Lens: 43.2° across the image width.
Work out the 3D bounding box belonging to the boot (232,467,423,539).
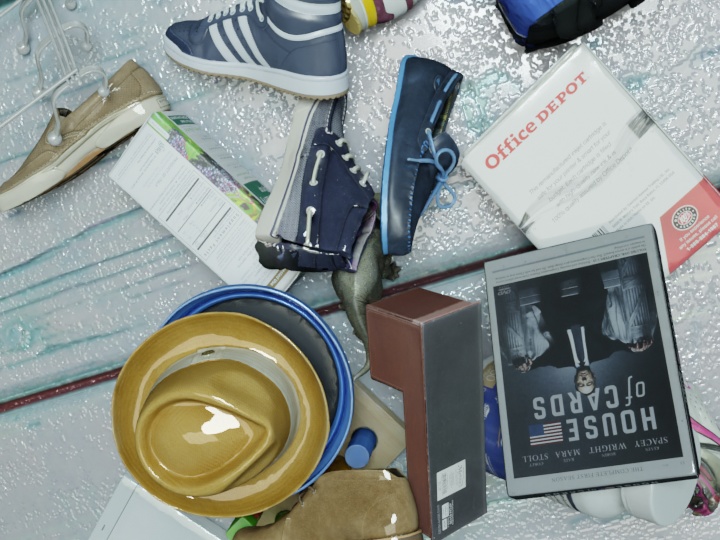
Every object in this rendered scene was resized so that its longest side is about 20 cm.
[{"bbox_3d":[-0.036,0.221,0.819,0.197,0.073,0.077,-15,79,27],"label":"boot"}]

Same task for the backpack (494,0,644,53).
[{"bbox_3d":[0.162,-0.272,0.724,0.161,0.200,0.169,-33,94,14],"label":"backpack"}]

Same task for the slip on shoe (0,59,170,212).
[{"bbox_3d":[-0.281,-0.129,0.888,0.198,0.076,0.061,-31,100,11],"label":"slip on shoe"}]

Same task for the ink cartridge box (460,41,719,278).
[{"bbox_3d":[0.206,-0.079,0.813,0.147,0.083,0.200,-42,92,15],"label":"ink cartridge box"}]

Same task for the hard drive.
[{"bbox_3d":[-0.200,0.324,0.989,0.198,0.027,0.133,32,104,2],"label":"hard drive"}]

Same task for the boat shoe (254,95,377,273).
[{"bbox_3d":[-0.021,-0.085,0.816,0.091,0.075,0.203,9,66,15],"label":"boat shoe"}]

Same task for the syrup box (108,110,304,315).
[{"bbox_3d":[-0.134,-0.058,0.876,0.199,0.079,0.082,41,104,0],"label":"syrup box"}]

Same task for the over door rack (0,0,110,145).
[{"bbox_3d":[-0.339,-0.173,0.853,0.198,0.067,0.149,-28,58,-3],"label":"over door rack"}]

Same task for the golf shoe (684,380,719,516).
[{"bbox_3d":[0.273,0.130,0.860,0.092,0.073,0.200,-39,80,-26],"label":"golf shoe"}]

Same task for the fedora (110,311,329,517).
[{"bbox_3d":[-0.127,0.135,0.781,0.197,0.082,0.204,1,99,4],"label":"fedora"}]

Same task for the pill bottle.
[{"bbox_3d":[0.187,0.148,0.799,0.198,0.110,0.113,14,107,46],"label":"pill bottle"}]

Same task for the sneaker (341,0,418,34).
[{"bbox_3d":[-0.011,-0.318,0.817,0.089,0.075,0.203,-25,93,-8],"label":"sneaker"}]

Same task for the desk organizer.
[{"bbox_3d":[0.058,0.123,0.799,0.076,0.071,0.204,16,115,49],"label":"desk organizer"}]

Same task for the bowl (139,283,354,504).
[{"bbox_3d":[-0.103,0.111,0.838,0.197,0.039,0.204,1,99,4],"label":"bowl"}]

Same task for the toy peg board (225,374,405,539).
[{"bbox_3d":[-0.086,0.180,0.906,0.200,0.098,0.200,42,105,-1],"label":"toy peg board"}]

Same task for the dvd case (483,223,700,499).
[{"bbox_3d":[0.181,0.074,0.739,0.148,0.025,0.203,-13,66,24],"label":"dvd case"}]

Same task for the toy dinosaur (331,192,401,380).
[{"bbox_3d":[0.000,0.000,0.838,0.076,0.202,0.103,13,147,16],"label":"toy dinosaur"}]

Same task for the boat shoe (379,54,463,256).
[{"bbox_3d":[0.056,-0.107,0.794,0.067,0.084,0.203,8,69,3],"label":"boat shoe"}]

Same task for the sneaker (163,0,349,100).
[{"bbox_3d":[-0.096,-0.228,0.811,0.197,0.070,0.110,19,127,25],"label":"sneaker"}]
